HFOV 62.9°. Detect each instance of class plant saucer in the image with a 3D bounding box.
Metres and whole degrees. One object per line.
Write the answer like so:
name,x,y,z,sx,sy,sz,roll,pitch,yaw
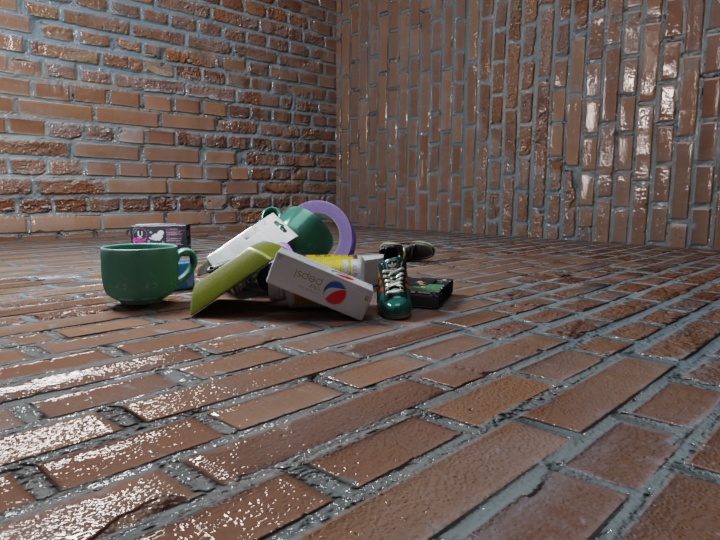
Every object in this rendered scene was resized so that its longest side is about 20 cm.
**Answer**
plant saucer,-0.256,0.002,1.217,0.199,0.048,0.200,-34,5,5

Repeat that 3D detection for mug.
mug,-0.448,0.007,1.242,0.182,0.116,0.152,0,7,-5
mug,-0.172,-0.071,1.495,0.183,0.153,0.115,14,53,37

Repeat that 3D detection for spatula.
spatula,-0.250,-0.025,1.328,0.198,0.021,0.057,-15,48,-25

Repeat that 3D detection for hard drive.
hard drive,0.127,0.046,1.331,0.138,0.038,0.200,3,7,17

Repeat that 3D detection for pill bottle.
pill bottle,-0.090,0.023,1.221,0.197,0.111,0.109,0,8,-4

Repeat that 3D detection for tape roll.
tape roll,-0.114,-0.084,1.618,0.197,0.203,0.085,1,-6,7

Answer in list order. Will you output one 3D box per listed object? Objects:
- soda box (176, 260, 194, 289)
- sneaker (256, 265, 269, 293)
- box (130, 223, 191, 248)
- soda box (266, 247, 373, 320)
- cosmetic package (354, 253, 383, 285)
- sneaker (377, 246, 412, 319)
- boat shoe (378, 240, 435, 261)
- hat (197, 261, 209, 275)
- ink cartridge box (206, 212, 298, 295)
soda box,-0.504,0.016,1.415,0.198,0.065,0.067,-5,9,-38
sneaker,-0.179,0.022,1.377,0.081,0.075,0.199,6,1,33
box,-0.740,-0.118,2.194,0.197,0.117,0.132,0,8,-9
soda box,-0.076,0.025,1.131,0.198,0.064,0.068,22,8,-4
cosmetic package,0.000,0.000,1.534,0.100,0.072,0.199,7,10,37
sneaker,0.063,0.021,1.194,0.070,0.081,0.201,-6,29,0
boat shoe,0.158,-0.061,2.037,0.197,0.074,0.065,-1,18,15
hat,-0.316,-0.009,1.511,0.198,0.082,0.201,-23,17,7
ink cartridge box,-0.252,-0.042,1.399,0.199,0.051,0.109,-37,60,-21
